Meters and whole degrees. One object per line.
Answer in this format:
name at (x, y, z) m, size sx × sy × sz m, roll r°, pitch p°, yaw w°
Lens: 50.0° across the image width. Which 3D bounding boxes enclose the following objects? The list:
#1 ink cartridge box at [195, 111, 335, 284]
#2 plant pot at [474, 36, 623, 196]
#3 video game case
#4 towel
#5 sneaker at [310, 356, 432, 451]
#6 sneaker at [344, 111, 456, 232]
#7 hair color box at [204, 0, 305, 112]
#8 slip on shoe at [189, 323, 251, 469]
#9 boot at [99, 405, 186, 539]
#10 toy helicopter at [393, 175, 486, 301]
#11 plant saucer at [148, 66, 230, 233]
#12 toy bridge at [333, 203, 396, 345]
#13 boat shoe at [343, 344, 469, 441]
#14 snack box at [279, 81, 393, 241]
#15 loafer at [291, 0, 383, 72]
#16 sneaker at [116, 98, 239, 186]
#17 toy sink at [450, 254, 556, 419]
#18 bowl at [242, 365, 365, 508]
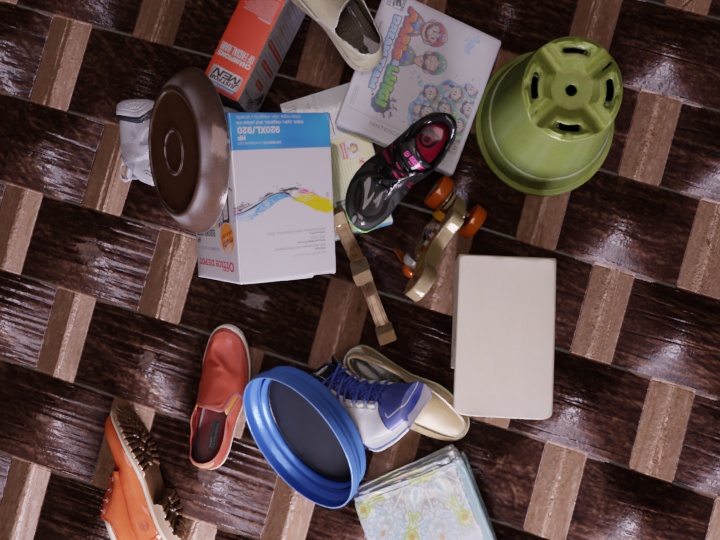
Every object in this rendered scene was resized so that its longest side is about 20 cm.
ink cartridge box at (-0.128, -0.094, 0.996) m, size 0.142 × 0.146 × 0.206 m, roll -7°, pitch 98°, yaw -33°
plant pot at (0.254, -0.210, 0.994) m, size 0.194 × 0.190 × 0.206 m, roll 0°, pitch 88°, yaw 3°
video game case at (0.081, -0.260, 1.068) m, size 0.178 × 0.024 × 0.205 m, roll 22°, pitch 85°, yaw -6°
towel at (0.097, 0.362, 1.061) m, size 0.167 × 0.048 × 0.205 m, roll -22°, pitch 87°, yaw 6°
sneaker at (-0.010, 0.168, 0.999) m, size 0.116 × 0.198 × 0.081 m, roll 51°, pitch 50°, yaw -8°
sneaker at (0.051, -0.137, 1.007) m, size 0.077 × 0.084 × 0.201 m, roll 41°, pitch 85°, yaw -4°
hair color box at (-0.138, -0.321, 1.061) m, size 0.063 × 0.111 × 0.204 m, roll 25°, pitch 89°, yaw 4°
slip on shoe at (-0.198, 0.177, 1.076) m, size 0.072 × 0.061 × 0.206 m, roll 11°, pitch 88°, yaw 5°
boot at (-0.329, 0.296, 1.077) m, size 0.105 × 0.075 × 0.205 m, roll -22°, pitch 88°, yaw 8°
toy helicopter at (0.086, -0.023, 1.007) m, size 0.078 × 0.201 × 0.132 m, roll 38°, pitch 126°, yaw -9°
plant saucer at (-0.221, -0.148, 0.962) m, size 0.031 × 0.198 × 0.206 m, roll -7°, pitch 87°, yaw -37°
toy bridge at (0.000, 0.000, 1.059) m, size 0.027 × 0.067 × 0.204 m, roll -22°, pitch 107°, yaw 3°
boat shoe at (0.060, 0.173, 1.051) m, size 0.196 × 0.076 × 0.073 m, roll 28°, pitch 90°, yaw 4°
snack box at (-0.033, -0.149, 1.086) m, size 0.113 × 0.037 × 0.206 m, roll -15°, pitch 88°, yaw 2°
loafer at (-0.033, -0.347, 0.992) m, size 0.200 × 0.068 × 0.076 m, roll 45°, pitch 80°, yaw -19°
sneaker at (-0.251, -0.174, 1.085) m, size 0.194 × 0.075 × 0.119 m, roll 4°, pitch 90°, yaw 8°
toy sink at (0.186, 0.088, 1.029) m, size 0.126 × 0.112 × 0.206 m, roll 2°, pitch 84°, yaw 3°
bowl at (-0.073, 0.216, 1.015) m, size 0.039 × 0.201 × 0.202 m, roll -35°, pitch 85°, yaw -38°
